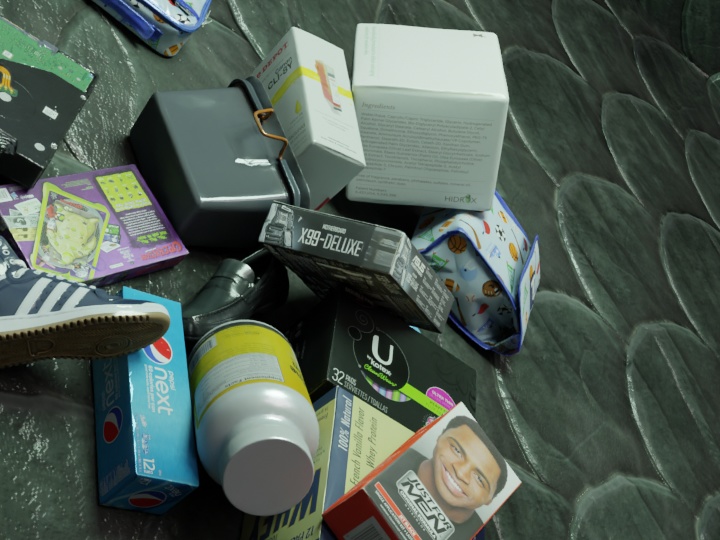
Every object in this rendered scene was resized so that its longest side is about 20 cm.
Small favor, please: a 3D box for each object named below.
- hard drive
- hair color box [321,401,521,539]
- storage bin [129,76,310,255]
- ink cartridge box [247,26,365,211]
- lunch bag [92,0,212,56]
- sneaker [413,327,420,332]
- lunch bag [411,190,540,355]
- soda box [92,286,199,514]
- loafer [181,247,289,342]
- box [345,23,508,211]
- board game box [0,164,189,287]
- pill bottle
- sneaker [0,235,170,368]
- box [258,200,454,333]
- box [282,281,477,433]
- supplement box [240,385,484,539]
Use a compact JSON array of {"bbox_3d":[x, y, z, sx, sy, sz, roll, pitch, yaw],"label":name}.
[{"bbox_3d":[-0.358,-0.179,1.190,0.140,0.038,0.200,31,34,-17],"label":"hard drive"},{"bbox_3d":[0.061,0.207,1.063,0.102,0.061,0.200,53,33,5],"label":"hair color box"},{"bbox_3d":[-0.161,-0.119,1.305,0.134,0.146,0.200,-5,62,-40],"label":"storage bin"},{"bbox_3d":[-0.081,-0.173,1.431,0.083,0.145,0.200,20,43,-35],"label":"ink cartridge box"},{"bbox_3d":[-0.273,-0.365,1.456,0.200,0.076,0.160,35,39,-20],"label":"lunch bag"},{"bbox_3d":[0.022,0.049,1.407,0.086,0.075,0.200,19,44,-30],"label":"sneaker"},{"bbox_3d":[0.171,-0.005,1.588,0.200,0.124,0.170,53,32,-17],"label":"lunch bag"},{"bbox_3d":[-0.202,0.119,1.083,0.068,0.064,0.200,20,45,-37],"label":"soda box"},{"bbox_3d":[-0.139,0.023,1.230,0.200,0.068,0.071,-31,122,-59],"label":"loafer"},{"bbox_3d":[0.083,-0.205,1.542,0.199,0.172,0.199,5,35,-1],"label":"box"},{"bbox_3d":[-0.276,-0.042,1.183,0.120,0.032,0.200,54,34,13],"label":"board game box"},{"bbox_3d":[-0.099,0.136,1.085,0.112,0.112,0.200,33,14,-25],"label":"pill bottle"},{"bbox_3d":[-0.275,0.023,1.038,0.199,0.070,0.109,-6,55,-20],"label":"sneaker"},{"bbox_3d":[0.000,0.000,1.278,0.200,0.157,0.050,47,61,-60],"label":"box"},{"bbox_3d":[0.013,0.142,1.258,0.200,0.124,0.149,33,38,-22],"label":"box"},{"bbox_3d":[0.003,0.260,1.123,0.200,0.134,0.200,34,37,-24],"label":"supplement box"}]
